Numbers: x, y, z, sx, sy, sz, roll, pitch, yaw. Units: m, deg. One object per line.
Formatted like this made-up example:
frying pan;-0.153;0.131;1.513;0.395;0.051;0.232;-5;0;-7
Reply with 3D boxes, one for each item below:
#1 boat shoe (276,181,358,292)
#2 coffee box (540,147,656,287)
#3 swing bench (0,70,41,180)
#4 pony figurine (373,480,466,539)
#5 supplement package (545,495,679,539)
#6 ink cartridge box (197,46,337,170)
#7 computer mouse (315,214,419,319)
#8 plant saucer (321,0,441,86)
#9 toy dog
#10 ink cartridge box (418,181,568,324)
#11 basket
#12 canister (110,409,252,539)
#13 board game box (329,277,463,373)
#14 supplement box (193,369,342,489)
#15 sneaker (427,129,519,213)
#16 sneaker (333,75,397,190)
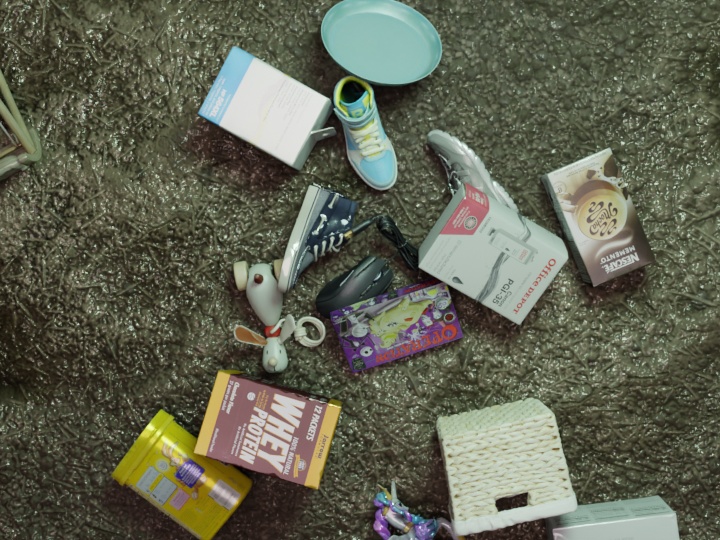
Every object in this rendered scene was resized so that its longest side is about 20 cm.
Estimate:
boat shoe;-0.068;-0.046;1.572;0.093;0.075;0.200;18;71;-2
coffee box;0.390;-0.086;1.569;0.113;0.080;0.200;-23;92;3
swing bench;-0.664;-0.221;1.592;0.199;0.130;0.200;-27;97;3
pony figurine;0.076;0.476;1.595;0.200;0.167;0.193;33;62;4
supplement package;0.420;0.475;1.582;0.200;0.111;0.156;-8;92;4
ink cartridge box;-0.139;-0.255;1.561;0.200;0.129;0.125;30;94;1
computer mouse;0.000;0.000;1.580;0.200;0.046;0.141;-32;121;4
plant saucer;0.033;-0.368;1.549;0.200;0.027;0.200;6;55;-9
toy dog;-0.154;0.069;1.595;0.132;0.096;0.200;-29;91;4
ink cartridge box;0.214;-0.027;1.548;0.200;0.083;0.147;29;111;-9
basket;0.227;0.312;1.540;0.198;0.200;0.161;-13;90;3
canister;-0.299;0.351;1.610;0.200;0.087;0.149;38;116;-2
board game box;0.062;0.091;1.596;0.200;0.032;0.120;-19;125;4
supplement box;-0.142;0.252;1.546;0.200;0.197;0.133;16;84;1
sneaker;0.172;-0.147;1.578;0.082;0.075;0.200;-41;91;2
sneaker;0.004;-0.226;1.555;0.079;0.131;0.200;-23;92;2
